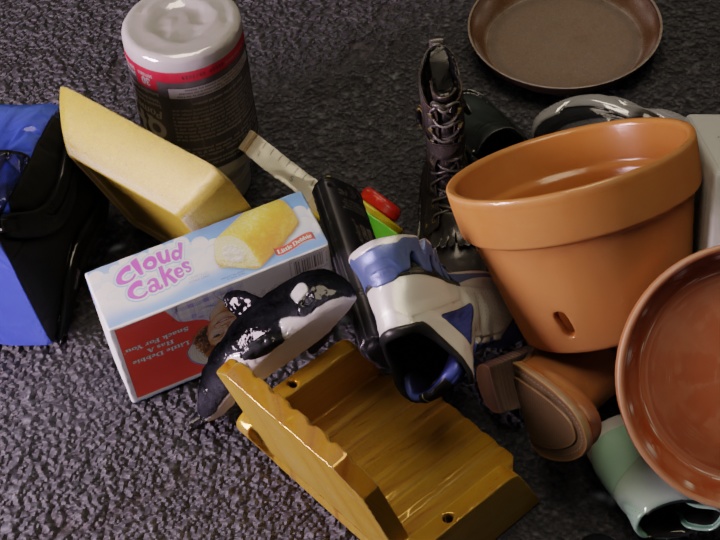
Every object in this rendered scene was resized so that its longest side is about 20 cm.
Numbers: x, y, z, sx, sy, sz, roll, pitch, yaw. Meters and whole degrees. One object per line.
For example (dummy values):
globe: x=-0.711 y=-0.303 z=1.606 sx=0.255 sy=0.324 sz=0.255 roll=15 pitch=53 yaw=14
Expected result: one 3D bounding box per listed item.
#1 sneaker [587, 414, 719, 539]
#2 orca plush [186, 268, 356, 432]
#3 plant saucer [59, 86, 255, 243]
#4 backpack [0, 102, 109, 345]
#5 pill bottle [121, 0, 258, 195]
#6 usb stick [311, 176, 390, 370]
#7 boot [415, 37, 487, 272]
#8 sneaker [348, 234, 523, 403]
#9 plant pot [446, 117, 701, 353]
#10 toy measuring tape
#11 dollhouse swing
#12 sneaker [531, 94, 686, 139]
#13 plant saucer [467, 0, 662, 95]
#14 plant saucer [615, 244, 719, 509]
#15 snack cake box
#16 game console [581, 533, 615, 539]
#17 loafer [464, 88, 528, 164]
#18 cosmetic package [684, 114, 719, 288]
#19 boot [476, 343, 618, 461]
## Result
sneaker: x=0.289 y=0.149 z=1.292 sx=0.199 sy=0.074 sz=0.118 roll=-20 pitch=42 yaw=-1
orca plush: x=-0.086 y=0.049 z=1.352 sx=0.105 sy=0.200 sz=0.071 roll=-16 pitch=68 yaw=-41
plant saucer: x=-0.172 y=-0.063 z=1.470 sx=0.199 sy=0.200 sz=0.049 roll=29 pitch=76 yaw=28
backpack: x=-0.327 y=-0.058 z=1.489 sx=0.167 sy=0.163 sz=0.201 roll=6 pitch=49 yaw=15
pill bottle: x=-0.153 y=-0.155 z=1.535 sx=0.110 sy=0.201 sz=0.111 roll=-3 pitch=46 yaw=3
usb stick: x=0.000 y=0.000 z=1.393 sx=0.033 sy=0.055 sz=0.201 roll=-43 pitch=44 yaw=27
boot: x=0.074 y=-0.087 z=1.467 sx=0.069 sy=0.175 sz=0.201 roll=-7 pitch=46 yaw=-1
sneaker: x=0.064 y=0.055 z=1.312 sx=0.080 sy=0.199 sz=0.116 roll=-22 pitch=64 yaw=29
plant pot: x=0.180 y=-0.025 z=1.305 sx=0.199 sy=0.141 sz=0.200 roll=-14 pitch=16 yaw=4
toy measuring tape: x=-0.025 y=-0.060 z=1.512 sx=0.200 sy=0.074 sz=0.074 roll=36 pitch=59 yaw=19
dollhouse swing: x=0.013 y=0.118 z=1.282 sx=0.181 sy=0.176 sz=0.200 roll=-35 pitch=52 yaw=-24
sneaker: x=0.250 y=-0.096 z=1.525 sx=0.199 sy=0.076 sz=0.114 roll=10 pitch=46 yaw=12
plant saucer: x=0.211 y=-0.243 z=1.698 sx=0.199 sy=0.032 sz=0.201 roll=-3 pitch=47 yaw=4
plant saucer: x=0.289 y=0.079 z=1.230 sx=0.199 sy=0.032 sz=0.202 roll=0 pitch=90 yaw=0
snack cake box: x=-0.124 y=0.023 z=1.413 sx=0.199 sy=0.115 sz=0.067 roll=-22 pitch=56 yaw=-11
game console: x=0.204 y=0.263 z=1.166 sx=0.199 sy=0.119 sz=0.171 roll=27 pitch=55 yaw=27
loafer: x=0.134 y=-0.113 z=1.557 sx=0.068 sy=0.071 sz=0.201 roll=-17 pitch=48 yaw=-11
cosmetic package: x=0.351 y=-0.025 z=1.337 sx=0.165 sy=0.168 sz=0.200 roll=1 pitch=19 yaw=4
boot: x=0.194 y=0.087 z=1.320 sx=0.155 sy=0.077 sz=0.200 roll=-17 pitch=6 yaw=-12
